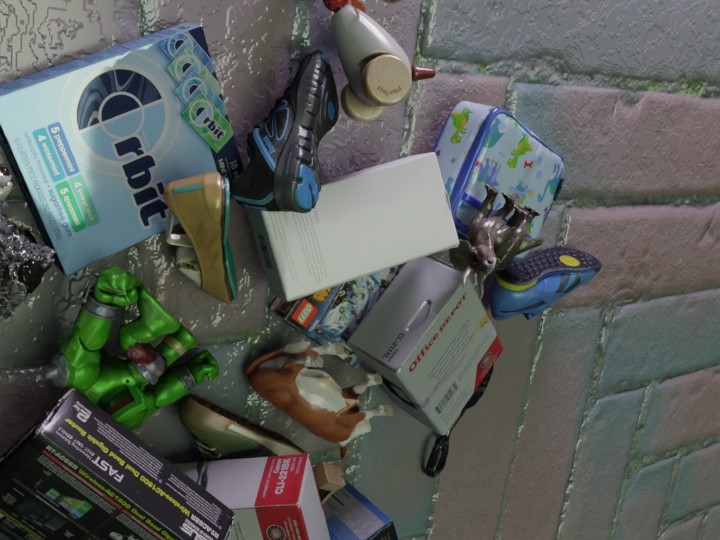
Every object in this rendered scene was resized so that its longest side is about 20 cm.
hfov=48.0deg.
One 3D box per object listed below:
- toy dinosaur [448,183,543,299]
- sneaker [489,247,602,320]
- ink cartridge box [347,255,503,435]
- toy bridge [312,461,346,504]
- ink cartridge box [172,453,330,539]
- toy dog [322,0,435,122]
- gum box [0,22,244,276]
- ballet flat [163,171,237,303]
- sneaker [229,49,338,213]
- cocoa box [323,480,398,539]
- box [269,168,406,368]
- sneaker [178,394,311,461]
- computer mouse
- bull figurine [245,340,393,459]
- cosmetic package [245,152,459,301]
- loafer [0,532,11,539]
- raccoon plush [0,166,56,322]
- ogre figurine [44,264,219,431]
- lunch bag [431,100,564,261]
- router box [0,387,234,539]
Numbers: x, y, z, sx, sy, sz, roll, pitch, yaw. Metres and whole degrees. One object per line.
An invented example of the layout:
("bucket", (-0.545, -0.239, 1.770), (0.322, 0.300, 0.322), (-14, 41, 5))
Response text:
("toy dinosaur", (0.155, -0.036, 0.935), (0.102, 0.077, 0.200), (-58, 163, 14))
("sneaker", (0.261, 0.021, 1.156), (0.200, 0.066, 0.079), (-15, 126, -32))
("ink cartridge box", (0.087, 0.092, 0.998), (0.146, 0.083, 0.200), (-52, 144, -14))
("toy bridge", (-0.096, 0.285, 0.940), (0.200, 0.027, 0.067), (-36, 143, 19))
("ink cartridge box", (-0.142, 0.282, 0.860), (0.199, 0.084, 0.145), (-6, 117, 8))
("toy dog", (0.017, -0.252, 0.825), (0.096, 0.132, 0.201), (-21, 119, -19))
("gum box", (-0.217, -0.115, 0.749), (0.200, 0.045, 0.170), (-29, 123, -25))
("ballet flat", (-0.155, -0.029, 0.787), (0.063, 0.069, 0.200), (-5, 149, -9))
("sneaker", (-0.074, -0.145, 0.806), (0.073, 0.082, 0.201), (65, 30, -49))
("cocoa box", (-0.023, 0.387, 1.022), (0.131, 0.133, 0.201), (-31, 122, -26))
("box", (0.000, 0.000, 0.959), (0.137, 0.040, 0.200), (40, 81, -40))
("sneaker", (-0.140, 0.214, 0.908), (0.200, 0.067, 0.090), (39, 79, -46))
("computer mouse", (0.132, 0.202, 1.145), (0.059, 0.034, 0.201), (13, 104, -56))
("bull figurine", (-0.039, 0.150, 0.946), (0.121, 0.065, 0.200), (-32, 129, 30))
("cosmetic package", (-0.008, -0.049, 0.863), (0.199, 0.085, 0.108), (-17, 99, -17))
("loafer", (-0.298, 0.297, 0.821), (0.068, 0.070, 0.201), (-46, 128, -15))
("raccoon plush", (-0.354, -0.005, 0.661), (0.200, 0.097, 0.134), (-48, 121, -13))
("ogre figurine", (-0.222, 0.087, 0.780), (0.120, 0.098, 0.200), (-46, 165, -13))
("lunch bag", (0.166, -0.104, 1.011), (0.200, 0.082, 0.161), (27, 88, -47))
("router box", (-0.241, 0.221, 0.750), (0.200, 0.062, 0.150), (43, 121, -15))
